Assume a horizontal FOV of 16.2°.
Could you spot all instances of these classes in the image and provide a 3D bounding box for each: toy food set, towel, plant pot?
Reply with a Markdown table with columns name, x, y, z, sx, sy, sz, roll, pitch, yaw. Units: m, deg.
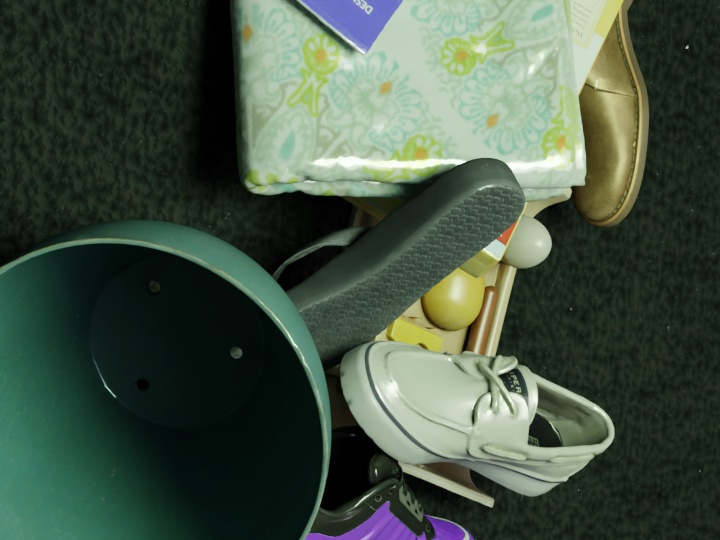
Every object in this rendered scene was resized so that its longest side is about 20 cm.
| name | x | y | z | sx | sy | sz | roll | pitch | yaw |
| --- | --- | --- | --- | --- | --- | --- | --- | --- | --- |
| toy food set | 0.053 | 0.024 | 1.488 | 0.143 | 0.060 | 0.202 | 25 | 75 | -43 |
| towel | 0.026 | -0.125 | 1.390 | 0.198 | 0.048 | 0.173 | 1 | 72 | -18 |
| plant pot | -0.104 | 0.058 | 1.267 | 0.135 | 0.198 | 0.202 | -67 | 144 | -69 |

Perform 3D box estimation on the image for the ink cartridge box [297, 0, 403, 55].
| name | x | y | z | sx | sy | sz | roll | pitch | yaw |
| --- | --- | --- | --- | --- | --- | --- | --- | --- | --- |
| ink cartridge box | -0.017 | -0.252 | 1.361 | 0.198 | 0.043 | 0.201 | 38 | 65 | -10 |

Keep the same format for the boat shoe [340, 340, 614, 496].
| name | x | y | z | sx | sy | sz | roll | pitch | yaw |
| --- | --- | --- | --- | --- | --- | --- | --- | --- | --- |
| boat shoe | 0.070 | 0.077 | 1.422 | 0.199 | 0.065 | 0.072 | 28 | 42 | -43 |

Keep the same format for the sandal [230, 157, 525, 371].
| name | x | y | z | sx | sy | sz | roll | pitch | yaw |
| --- | --- | --- | --- | --- | --- | --- | --- | --- | --- |
| sandal | 0.001 | 0.000 | 1.382 | 0.076 | 0.199 | 0.043 | 39 | 20 | -58 |

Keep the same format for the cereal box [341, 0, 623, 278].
| name | x | y | z | sx | sy | sz | roll | pitch | yaw |
| --- | --- | --- | --- | --- | --- | --- | --- | --- | --- |
| cereal box | 0.052 | -0.115 | 1.444 | 0.143 | 0.040 | 0.201 | 31 | 66 | -7 |

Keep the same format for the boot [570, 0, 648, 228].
| name | x | y | z | sx | sy | sz | roll | pitch | yaw |
| --- | --- | --- | --- | --- | --- | --- | --- | --- | --- |
| boot | 0.128 | -0.126 | 1.554 | 0.075 | 0.073 | 0.202 | 1 | 82 | -39 |

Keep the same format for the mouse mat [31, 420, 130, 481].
| name | x | y | z | sx | sy | sz | roll | pitch | yaw |
| --- | --- | --- | --- | --- | --- | --- | --- | --- | --- |
| mouse mat | -0.095 | 0.154 | 1.387 | 0.199 | 0.007 | 0.162 | -13 | 101 | -43 |

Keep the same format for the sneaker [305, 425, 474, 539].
| name | x | y | z | sx | sy | sz | roll | pitch | yaw |
| --- | --- | --- | --- | --- | --- | --- | --- | --- | --- |
| sneaker | 0.007 | 0.137 | 1.416 | 0.199 | 0.069 | 0.100 | 4 | 108 | -50 |
